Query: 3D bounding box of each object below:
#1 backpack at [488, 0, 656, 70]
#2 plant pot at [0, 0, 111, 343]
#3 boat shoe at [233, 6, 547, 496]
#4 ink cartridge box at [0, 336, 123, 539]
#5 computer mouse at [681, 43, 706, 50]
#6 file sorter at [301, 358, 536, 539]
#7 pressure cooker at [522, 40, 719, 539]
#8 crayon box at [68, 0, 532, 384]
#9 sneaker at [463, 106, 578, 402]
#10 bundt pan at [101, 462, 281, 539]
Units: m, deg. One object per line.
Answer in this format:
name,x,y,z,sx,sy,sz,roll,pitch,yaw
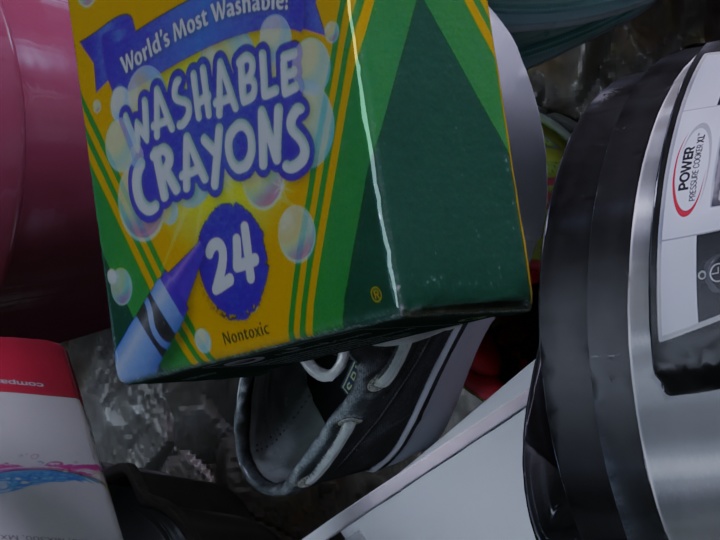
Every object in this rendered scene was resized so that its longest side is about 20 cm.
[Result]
backpack,0.040,-0.149,0.879,0.200,0.177,0.151,28,133,39
plant pot,-0.156,-0.044,1.080,0.200,0.179,0.200,-1,89,46
boat shoe,-0.002,-0.002,0.845,0.074,0.068,0.199,54,148,22
ink cartridge box,-0.130,0.129,0.918,0.200,0.086,0.148,-116,34,-62
computer mouse,0.171,-0.100,0.831,0.110,0.044,0.200,50,123,36
file sorter,0.047,0.153,0.838,0.200,0.124,0.139,55,141,8
pressure cooker,0.137,0.022,0.746,0.200,0.176,0.179,-6,98,32
crayon box,-0.026,-0.076,0.774,0.126,0.052,0.200,-16,80,49
sneaker,0.051,0.000,0.924,0.200,0.090,0.078,41,119,40
bundt pan,-0.081,0.168,1.070,0.202,0.076,0.202,-2,87,46
